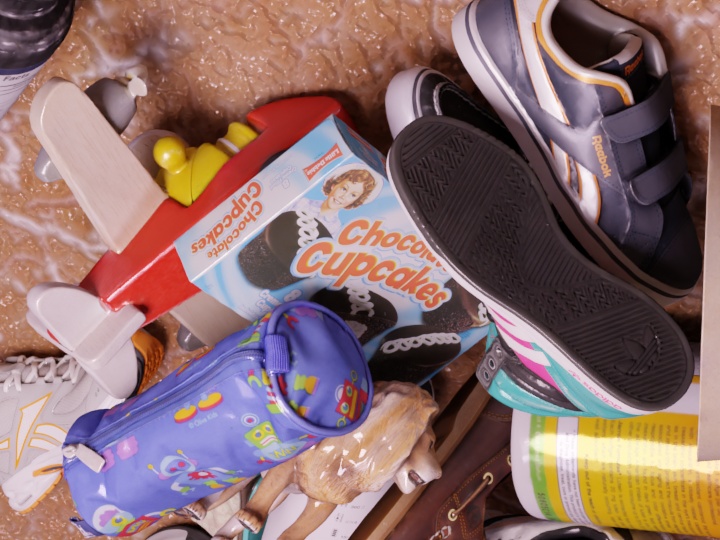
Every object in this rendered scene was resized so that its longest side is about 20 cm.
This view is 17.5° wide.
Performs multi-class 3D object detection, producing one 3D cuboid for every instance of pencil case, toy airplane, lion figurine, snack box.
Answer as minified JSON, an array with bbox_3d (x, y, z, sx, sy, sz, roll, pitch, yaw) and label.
[{"bbox_3d":[-0.087,0.085,1.310,0.200,0.078,0.087,-28,150,37],"label":"pencil case"},{"bbox_3d":[-0.114,-0.025,1.370,0.199,0.141,0.200,1,126,-26],"label":"toy airplane"},{"bbox_3d":[-0.037,0.112,1.383,0.072,0.123,0.200,46,160,-24],"label":"lion figurine"},{"bbox_3d":[0.000,0.000,1.320,0.116,0.037,0.200,-38,140,14],"label":"snack box"}]

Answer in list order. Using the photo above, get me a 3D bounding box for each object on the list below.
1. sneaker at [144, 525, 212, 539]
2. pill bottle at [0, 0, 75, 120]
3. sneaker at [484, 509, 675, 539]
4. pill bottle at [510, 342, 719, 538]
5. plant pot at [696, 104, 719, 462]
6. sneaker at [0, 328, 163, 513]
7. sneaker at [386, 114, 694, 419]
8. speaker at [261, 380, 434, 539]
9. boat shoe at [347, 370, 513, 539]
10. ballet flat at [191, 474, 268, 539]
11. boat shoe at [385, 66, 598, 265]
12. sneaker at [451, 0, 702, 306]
[{"bbox_3d":[-0.164,0.265,1.651,0.076,0.115,0.200,40,132,-9],"label":"sneaker"},{"bbox_3d":[-0.235,-0.144,1.357,0.112,0.112,0.200,39,132,-8],"label":"pill bottle"},{"bbox_3d":[0.091,0.176,1.426,0.200,0.074,0.080,-10,165,29],"label":"sneaker"},{"bbox_3d":[0.196,0.097,1.348,0.200,0.111,0.111,4,128,23],"label":"pill bottle"},{"bbox_3d":[0.278,0.010,1.214,0.199,0.188,0.188,2,128,8],"label":"plant pot"},{"bbox_3d":[-0.210,0.085,1.559,0.092,0.076,0.200,42,131,-5],"label":"sneaker"},{"bbox_3d":[0.083,0.007,1.258,0.200,0.084,0.121,46,160,1],"label":"sneaker"},{"bbox_3d":[-0.013,0.140,1.502,0.081,0.081,0.200,23,133,7],"label":"speaker"},{"bbox_3d":[0.050,0.141,1.394,0.070,0.200,0.070,43,153,-4],"label":"boat shoe"},{"bbox_3d":[-0.080,0.114,1.522,0.062,0.067,0.200,31,137,14],"label":"ballet flat"},{"bbox_3d":[0.094,-0.042,1.309,0.068,0.074,0.199,-21,116,39],"label":"boat shoe"},{"bbox_3d":[0.135,-0.074,1.253,0.079,0.078,0.200,-30,103,35],"label":"sneaker"}]
